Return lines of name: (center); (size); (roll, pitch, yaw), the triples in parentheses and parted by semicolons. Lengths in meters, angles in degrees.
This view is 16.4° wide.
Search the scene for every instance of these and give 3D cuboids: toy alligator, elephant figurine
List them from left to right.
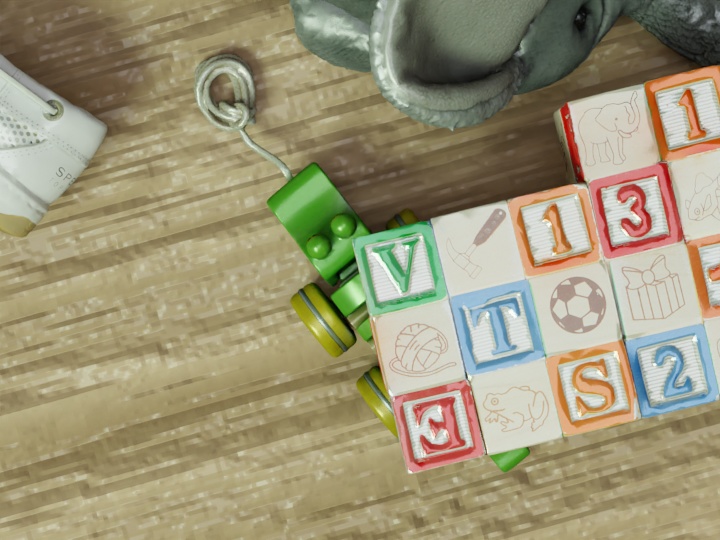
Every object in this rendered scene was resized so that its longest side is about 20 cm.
toy alligator: (0.000, 0.000, 0.958); (0.059, 0.054, 0.200); (-38, 95, 2)
elephant figurine: (0.033, -0.114, 0.920); (0.155, 0.142, 0.201); (-19, 114, 28)

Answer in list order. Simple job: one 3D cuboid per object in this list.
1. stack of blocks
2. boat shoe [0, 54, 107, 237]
stack of blocks: (0.099, -0.007, 0.901); (0.199, 0.059, 0.116); (-14, 90, 1)
boat shoe: (-0.177, -0.104, 0.939); (0.069, 0.071, 0.200); (-45, 101, -1)
